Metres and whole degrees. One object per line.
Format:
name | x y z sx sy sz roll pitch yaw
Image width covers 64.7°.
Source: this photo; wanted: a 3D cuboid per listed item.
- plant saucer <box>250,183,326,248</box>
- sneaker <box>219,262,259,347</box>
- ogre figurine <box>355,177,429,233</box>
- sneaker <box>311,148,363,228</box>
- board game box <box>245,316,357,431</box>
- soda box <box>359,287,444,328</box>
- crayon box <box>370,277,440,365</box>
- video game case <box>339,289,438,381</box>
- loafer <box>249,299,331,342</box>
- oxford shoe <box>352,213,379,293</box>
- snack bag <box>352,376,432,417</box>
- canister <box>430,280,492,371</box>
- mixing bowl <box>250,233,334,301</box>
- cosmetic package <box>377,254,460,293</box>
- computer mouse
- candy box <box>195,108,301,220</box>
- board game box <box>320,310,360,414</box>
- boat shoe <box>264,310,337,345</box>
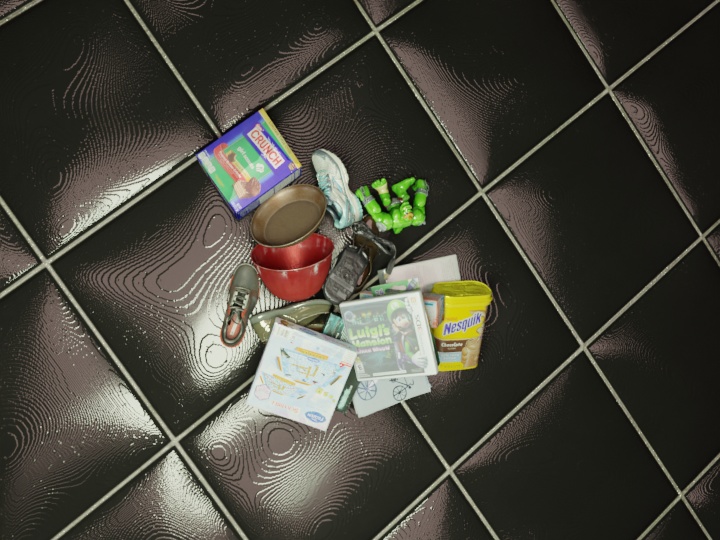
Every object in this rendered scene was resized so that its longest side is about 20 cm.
plant saucer | -0.166 -0.122 1.350 0.198 0.200 0.037 -37 136 -10
sneaker | -0.281 0.083 1.341 0.075 0.082 0.207 11 85 -10
ogre figurine | 0.094 -0.164 1.426 0.197 0.097 0.123 -5 75 -45
sneaker | -0.068 -0.197 1.383 0.086 0.077 0.203 -34 98 -36
board game box | -0.131 0.232 1.263 0.195 0.041 0.204 21 102 -11
soda box | 0.097 0.084 1.331 0.194 0.068 0.066 6 103 24
crayon box | 0.092 0.130 1.276 0.123 0.051 0.206 -12 98 27
video game case | 0.061 0.147 1.252 0.195 0.023 0.187 -10 99 26
loafer | -0.155 0.113 1.304 0.195 0.075 0.072 -14 92 -20
oxford shoe | 0.013 -0.044 1.407 0.070 0.084 0.206 13 83 -8
snack bag | 0.057 0.230 1.360 0.195 0.021 0.194 -18 96 -4
canister | 0.237 0.138 1.400 0.144 0.087 0.206 -3 113 -16
mixing bowl | -0.154 0.000 1.334 0.194 0.201 0.111 -9 119 -11
cosmetic package | 0.150 0.029 1.434 0.194 0.071 0.105 -11 91 -12
computer mouse | 0.000 0.000 1.344 0.138 0.046 0.204 27 82 -12
candy box | -0.264 -0.254 1.366 0.198 0.077 0.171 -37 91 -12
board game box | -0.052 0.215 1.319 0.132 0.028 0.204 25 92 -12
boat shoe | -0.144 0.143 1.377 0.193 0.076 0.076 -4 119 -11
